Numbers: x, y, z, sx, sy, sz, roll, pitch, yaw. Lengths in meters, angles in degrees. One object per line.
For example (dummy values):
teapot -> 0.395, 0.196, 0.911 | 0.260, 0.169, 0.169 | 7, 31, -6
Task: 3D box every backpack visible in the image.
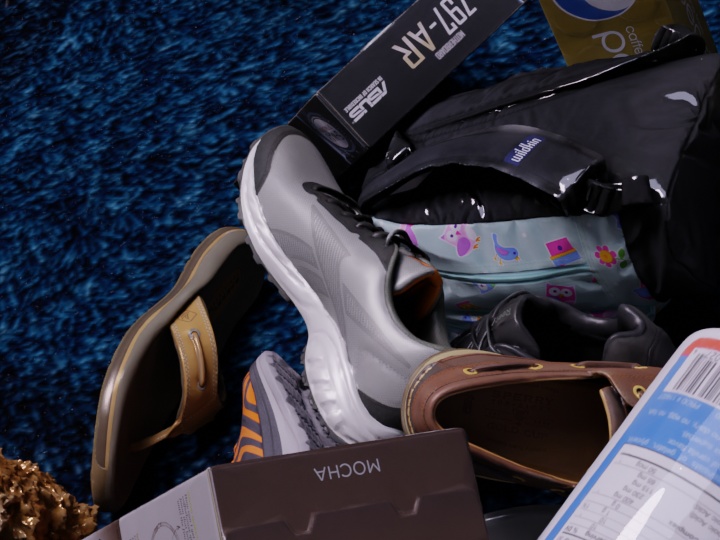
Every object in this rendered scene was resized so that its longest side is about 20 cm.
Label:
backpack -> 0.099, -0.034, 1.165 | 0.200, 0.127, 0.167 | -8, 28, 32

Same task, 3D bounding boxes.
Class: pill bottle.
pill bottle -> 0.121, 0.131, 0.883 | 0.112, 0.112, 0.200 | 21, 67, 48

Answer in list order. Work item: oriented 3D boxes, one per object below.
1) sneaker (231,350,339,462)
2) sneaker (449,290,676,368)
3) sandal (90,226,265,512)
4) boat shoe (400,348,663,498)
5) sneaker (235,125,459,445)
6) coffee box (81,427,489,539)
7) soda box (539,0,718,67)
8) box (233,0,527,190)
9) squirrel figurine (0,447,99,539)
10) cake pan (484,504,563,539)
sneaker -> -0.060, 0.119, 1.131 | 0.112, 0.078, 0.200 | -39, 21, 10
sneaker -> 0.073, 0.050, 1.109 | 0.200, 0.091, 0.076 | -9, 42, 29
sandal -> -0.094, 0.053, 1.251 | 0.054, 0.080, 0.200 | 17, 48, 20
boat shoe -> 0.118, 0.077, 1.003 | 0.200, 0.072, 0.068 | 7, 0, 0
sneaker -> 0.000, 0.000, 1.110 | 0.079, 0.074, 0.200 | -43, 51, 23
coffee box -> -0.038, 0.129, 0.916 | 0.113, 0.080, 0.200 | -6, -13, -25
soda box -> 0.141, -0.147, 1.209 | 0.068, 0.200, 0.064 | -12, 38, 22
box -> 0.015, -0.110, 1.299 | 0.160, 0.044, 0.200 | -44, 3, -21
squirrel figurine -> -0.244, 0.120, 1.160 | 0.200, 0.187, 0.142 | -11, 39, 25
cake pan -> 0.062, 0.191, 0.986 | 0.200, 0.037, 0.200 | -19, 36, 15
